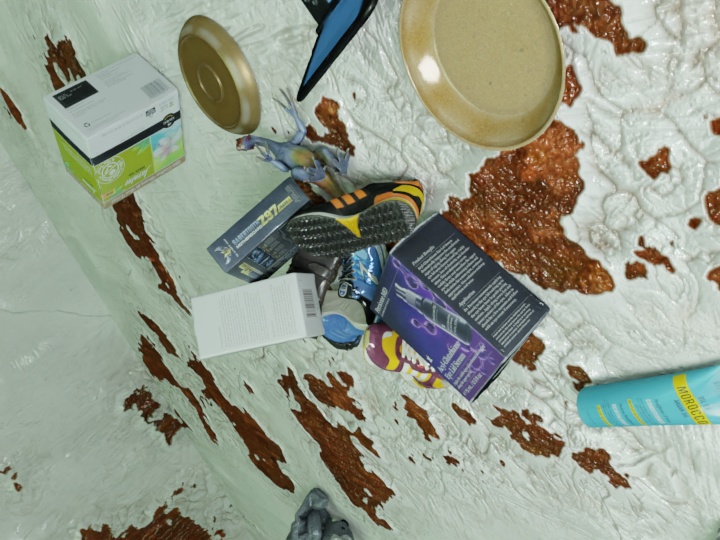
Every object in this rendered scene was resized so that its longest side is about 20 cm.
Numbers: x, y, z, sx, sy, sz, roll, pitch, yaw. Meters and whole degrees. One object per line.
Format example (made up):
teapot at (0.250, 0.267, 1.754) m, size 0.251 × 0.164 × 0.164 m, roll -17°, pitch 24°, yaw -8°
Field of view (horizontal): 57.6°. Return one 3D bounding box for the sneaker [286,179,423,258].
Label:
sneaker at (-0.003, -0.075, 0.884) m, size 0.198 × 0.090 × 0.070 m, roll -9°, pitch 121°, yaw 31°

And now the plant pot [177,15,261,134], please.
plant pot at (-0.237, -0.309, 1.067) m, size 0.199 × 0.027 × 0.201 m, roll 35°, pitch 147°, yaw 27°

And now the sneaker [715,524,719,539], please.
sneaker at (0.459, 0.402, 0.815) m, size 0.074 × 0.082 × 0.201 m, roll 10°, pitch 130°, yaw 49°

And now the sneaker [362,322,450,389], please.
sneaker at (0.084, 0.128, 0.997) m, size 0.089 × 0.076 × 0.200 m, roll -9°, pitch 153°, yaw 35°

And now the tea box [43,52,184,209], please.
tea box at (-0.457, -0.263, 1.245) m, size 0.133 × 0.200 × 0.197 m, roll 41°, pitch 150°, yaw 16°

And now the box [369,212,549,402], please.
box at (0.125, 0.050, 0.876) m, size 0.200 × 0.104 × 0.148 m, roll 41°, pitch 149°, yaw 17°

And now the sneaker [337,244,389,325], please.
sneaker at (0.000, 0.000, 0.997) m, size 0.201 × 0.089 × 0.078 m, roll 62°, pitch 160°, yaw -11°

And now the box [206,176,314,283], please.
box at (-0.134, -0.052, 0.998) m, size 0.051 × 0.158 × 0.200 m, roll 48°, pitch 179°, yaw 9°

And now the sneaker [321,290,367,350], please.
sneaker at (-0.006, 0.089, 1.135) m, size 0.198 × 0.077 × 0.111 m, roll 1°, pitch 145°, yaw 33°

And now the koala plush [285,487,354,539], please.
koala plush at (-0.100, 0.791, 1.942) m, size 0.199 × 0.184 × 0.178 m, roll 22°, pitch 141°, yaw 22°

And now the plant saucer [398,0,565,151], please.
plant saucer at (0.124, -0.219, 0.655) m, size 0.200 × 0.035 × 0.201 m, roll 35°, pitch 147°, yaw 27°

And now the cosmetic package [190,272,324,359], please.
cosmetic package at (-0.165, 0.073, 1.046) m, size 0.198 × 0.071 × 0.103 m, roll -13°, pitch 83°, yaw 22°

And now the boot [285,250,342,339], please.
boot at (-0.116, 0.015, 1.122) m, size 0.198 × 0.176 × 0.069 m, roll 13°, pitch 173°, yaw 30°

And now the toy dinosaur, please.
toy dinosaur at (-0.105, -0.156, 0.974) m, size 0.181 × 0.105 × 0.201 m, roll 15°, pitch 136°, yaw 50°

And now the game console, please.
game console at (-0.045, -0.316, 0.703) m, size 0.177 × 0.116 × 0.200 m, roll 54°, pitch 150°, yaw -5°

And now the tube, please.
tube at (0.342, 0.149, 0.748) m, size 0.078 × 0.050 × 0.199 m, roll 49°, pitch 146°, yaw -11°
